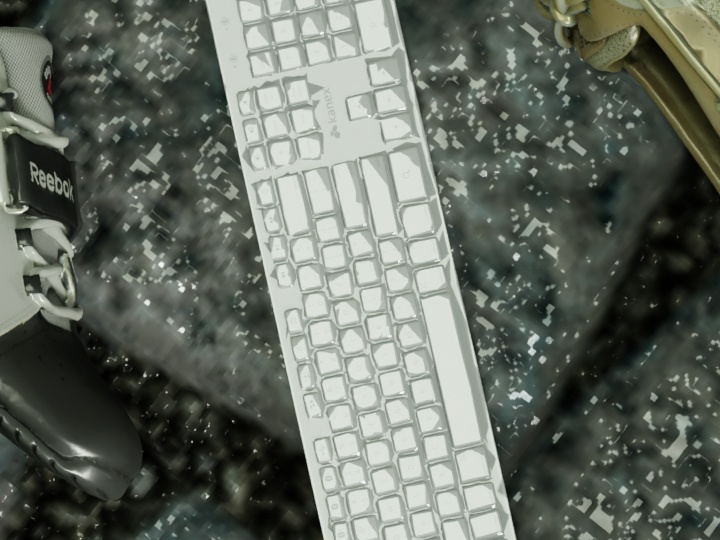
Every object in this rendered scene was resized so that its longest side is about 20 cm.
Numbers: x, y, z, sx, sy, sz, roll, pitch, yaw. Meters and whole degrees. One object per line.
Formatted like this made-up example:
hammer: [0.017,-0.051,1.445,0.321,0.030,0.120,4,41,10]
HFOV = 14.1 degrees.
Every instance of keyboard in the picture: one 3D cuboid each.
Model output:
keyboard: [0.000,0.000,0.878,0.056,0.011,0.200,-13,85,5]

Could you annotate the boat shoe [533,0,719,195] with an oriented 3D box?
boat shoe: [0.096,-0.055,0.843,0.063,0.073,0.201,-44,90,-3]

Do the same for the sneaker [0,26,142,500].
sneaker: [-0.115,-0.026,0.859,0.088,0.074,0.200,-39,79,-2]
